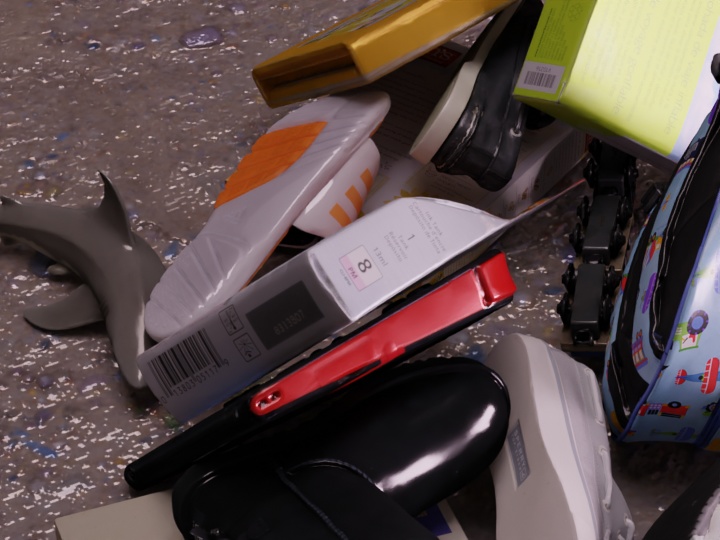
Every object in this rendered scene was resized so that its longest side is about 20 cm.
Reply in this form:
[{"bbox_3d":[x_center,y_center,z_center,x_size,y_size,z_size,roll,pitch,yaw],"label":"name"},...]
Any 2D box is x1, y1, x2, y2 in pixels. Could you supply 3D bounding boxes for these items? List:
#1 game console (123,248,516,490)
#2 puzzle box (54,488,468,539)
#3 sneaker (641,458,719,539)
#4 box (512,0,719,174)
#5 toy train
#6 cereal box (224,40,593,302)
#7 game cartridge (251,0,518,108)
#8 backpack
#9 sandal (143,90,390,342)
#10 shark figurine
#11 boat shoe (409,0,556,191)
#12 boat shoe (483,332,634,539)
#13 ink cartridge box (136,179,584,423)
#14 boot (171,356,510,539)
[{"bbox_3d":[-0.022,0.052,1.441,0.177,0.200,0.031,-25,86,-27],"label":"game console"},{"bbox_3d":[-0.044,0.155,1.423,0.200,0.025,0.133,-13,41,-15],"label":"puzzle box"},{"bbox_3d":[0.182,0.165,1.383,0.088,0.074,0.200,40,40,-6],"label":"sneaker"},{"bbox_3d":[0.189,-0.122,1.626,0.200,0.122,0.048,23,-5,-38],"label":"box"},{"bbox_3d":[0.140,-0.013,1.609,0.034,0.046,0.200,1,37,12],"label":"toy train"},{"bbox_3d":[0.034,-0.065,1.677,0.144,0.040,0.200,25,46,27],"label":"cereal box"},{"bbox_3d":[0.048,-0.161,1.663,0.200,0.032,0.176,-32,9,-19],"label":"game cartridge"},{"bbox_3d":[0.210,0.008,1.487,0.134,0.183,0.200,22,56,1],"label":"backpack"},{"bbox_3d":[-0.047,-0.021,1.571,0.079,0.059,0.207,3,47,48],"label":"sandal"},{"bbox_3d":[-0.169,-0.024,1.594,0.214,0.090,0.128,26,45,25],"label":"shark figurine"},{"bbox_3d":[0.088,-0.106,1.644,0.066,0.075,0.199,34,28,-2],"label":"boat shoe"},{"bbox_3d":[0.108,0.123,1.432,0.068,0.072,0.200,16,40,-27],"label":"boat shoe"},{"bbox_3d":[0.000,0.000,1.455,0.200,0.163,0.057,-36,92,-43],"label":"ink cartridge box"},{"bbox_3d":[0.009,0.120,1.355,0.198,0.073,0.162,-20,23,-14],"label":"boot"}]
